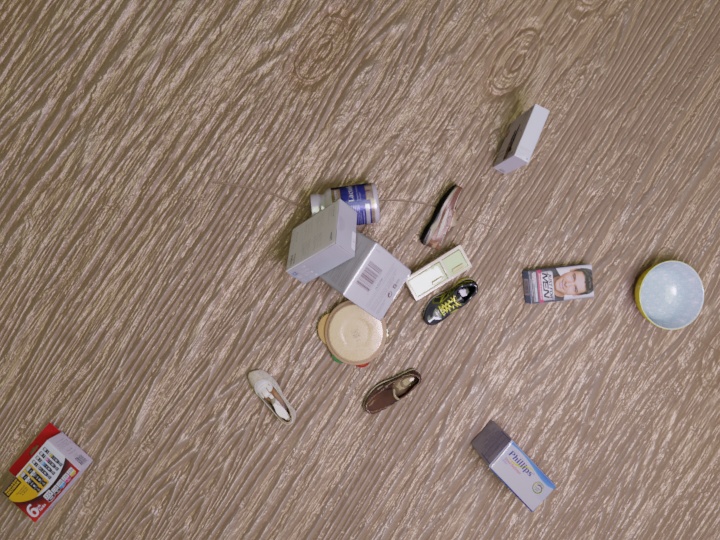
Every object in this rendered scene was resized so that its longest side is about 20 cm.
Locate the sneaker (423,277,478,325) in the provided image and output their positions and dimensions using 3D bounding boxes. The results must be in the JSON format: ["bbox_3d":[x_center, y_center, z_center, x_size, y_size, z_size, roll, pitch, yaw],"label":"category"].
[{"bbox_3d":[0.269,0.089,1.587,0.199,0.085,0.075,-41,91,-1],"label":"sneaker"}]

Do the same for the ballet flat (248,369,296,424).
[{"bbox_3d":[-0.261,0.376,1.581,0.067,0.062,0.200,-42,92,-1],"label":"ballet flat"}]

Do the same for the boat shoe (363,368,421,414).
[{"bbox_3d":[0.095,0.363,1.588,0.200,0.075,0.075,-36,92,-1],"label":"boat shoe"}]

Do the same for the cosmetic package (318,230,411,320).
[{"bbox_3d":[0.000,0.000,1.491,0.165,0.199,0.169,35,90,-38],"label":"cosmetic package"}]

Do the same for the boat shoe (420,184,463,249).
[{"bbox_3d":[0.255,-0.157,1.594,0.073,0.076,0.203,28,98,-7],"label":"boat shoe"}]

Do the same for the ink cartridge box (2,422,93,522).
[{"bbox_3d":[-0.926,0.584,1.547,0.175,0.084,0.201,42,90,-2],"label":"ink cartridge box"}]

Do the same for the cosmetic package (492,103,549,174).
[{"bbox_3d":[0.458,-0.373,1.530,0.051,0.200,0.154,25,89,-3],"label":"cosmetic package"}]

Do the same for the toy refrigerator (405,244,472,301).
[{"bbox_3d":[0.228,0.007,1.592,0.197,0.070,0.077,-31,92,-2],"label":"toy refrigerator"}]

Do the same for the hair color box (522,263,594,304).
[{"bbox_3d":[0.599,0.040,1.611,0.194,0.061,0.102,-6,91,-3],"label":"hair color box"}]

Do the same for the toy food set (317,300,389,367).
[{"bbox_3d":[-0.015,0.189,1.595,0.198,0.049,0.200,-37,92,-2],"label":"toy food set"}]

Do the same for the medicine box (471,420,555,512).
[{"bbox_3d":[0.438,0.561,1.542,0.103,0.200,0.182,-45,92,-1],"label":"medicine box"}]

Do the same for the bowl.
[{"bbox_3d":[0.908,0.071,1.600,0.194,0.108,0.206,0,91,-2],"label":"bowl"}]

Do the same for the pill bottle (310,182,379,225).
[{"bbox_3d":[-0.045,-0.187,1.555,0.194,0.116,0.119,-8,91,-2],"label":"pill bottle"}]

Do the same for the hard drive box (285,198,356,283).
[{"bbox_3d":[-0.107,-0.078,1.467,0.076,0.198,0.159,33,45,-35],"label":"hard drive box"}]
